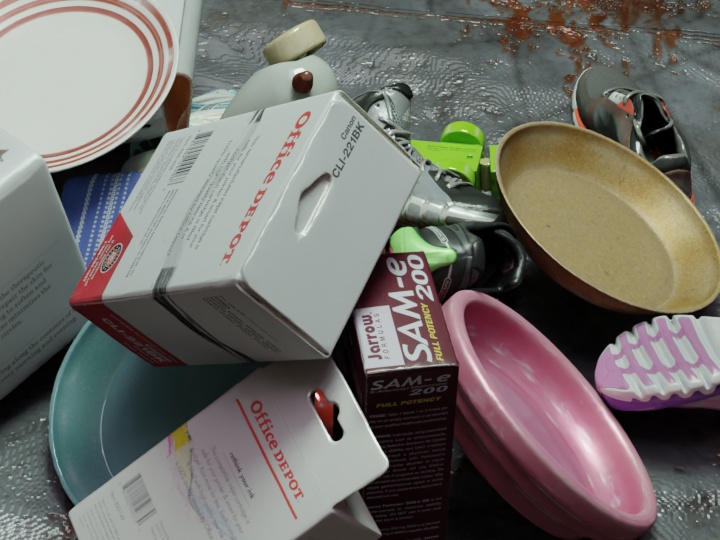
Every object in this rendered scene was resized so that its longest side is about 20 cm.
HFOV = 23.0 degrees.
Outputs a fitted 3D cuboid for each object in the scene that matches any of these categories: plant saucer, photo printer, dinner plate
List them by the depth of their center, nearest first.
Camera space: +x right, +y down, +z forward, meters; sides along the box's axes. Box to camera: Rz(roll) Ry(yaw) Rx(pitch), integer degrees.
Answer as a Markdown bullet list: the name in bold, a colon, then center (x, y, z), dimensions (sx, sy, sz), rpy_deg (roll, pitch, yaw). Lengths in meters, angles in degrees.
- **plant saucer**: center (0.114, 0.103, 1.174), dimensions (0.051, 0.201, 0.201), rpy_deg (-41, 41, 17)
- **plant saucer**: center (-0.116, 0.092, 1.199), dimensions (0.200, 0.036, 0.200), rpy_deg (-9, 65, 20)
- **plant saucer**: center (0.182, -0.032, 1.339), dimensions (0.200, 0.035, 0.200), rpy_deg (20, 38, -17)
- **dinner plate**: center (-0.234, -0.147, 1.353), dimensions (0.200, 0.024, 0.200), rpy_deg (-6, 54, 8)
- **photo printer**: center (-0.215, -0.186, 1.441), dimensions (0.166, 0.069, 0.200), rpy_deg (-1, 54, 3)

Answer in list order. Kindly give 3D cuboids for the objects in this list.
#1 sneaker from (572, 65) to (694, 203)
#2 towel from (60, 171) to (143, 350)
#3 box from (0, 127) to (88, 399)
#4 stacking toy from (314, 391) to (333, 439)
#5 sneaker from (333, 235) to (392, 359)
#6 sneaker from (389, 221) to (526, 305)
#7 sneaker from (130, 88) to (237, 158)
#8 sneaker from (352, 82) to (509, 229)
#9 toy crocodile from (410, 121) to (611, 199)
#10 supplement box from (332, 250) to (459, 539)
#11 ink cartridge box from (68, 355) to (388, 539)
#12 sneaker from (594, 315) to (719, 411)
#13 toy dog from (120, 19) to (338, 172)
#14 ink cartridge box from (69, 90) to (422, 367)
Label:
- **sneaker**: center (0.238, -0.126, 1.488), dimensions (0.077, 0.082, 0.200), rpy_deg (-9, 42, -13)
- **towel**: center (-0.144, -0.007, 1.292), dimensions (0.200, 0.024, 0.145), rpy_deg (0, 66, 23)
- **box**: center (-0.328, -0.007, 1.224), dimensions (0.200, 0.171, 0.199), rpy_deg (34, 63, 31)
- **stacking toy**: center (-0.064, 0.050, 1.276), dimensions (0.085, 0.085, 0.200), rpy_deg (-15, 48, -20)
- **sneaker**: center (0.000, 0.000, 1.304), dimensions (0.078, 0.112, 0.200), rpy_deg (-10, 41, -9)
- **sneaker**: center (0.084, 0.004, 1.281), dimensions (0.084, 0.077, 0.200), rpy_deg (-5, -2, 18)
- **sneaker**: center (-0.095, -0.125, 1.475), dimensions (0.200, 0.078, 0.086), rpy_deg (-5, 38, -10)
- **sneaker**: center (0.042, -0.090, 1.389), dimensions (0.200, 0.075, 0.116), rpy_deg (11, 82, 23)
- **toy crocodile**: center (0.116, -0.079, 1.452), dimensions (0.200, 0.062, 0.068), rpy_deg (3, 41, 7)
- **supplement box**: center (0.019, 0.098, 1.128), dimensions (0.061, 0.200, 0.109), rpy_deg (-6, 42, -8)
- **ink cartridge box**: center (-0.069, 0.144, 1.084), dimensions (0.200, 0.067, 0.116), rpy_deg (-37, 55, 11)
- **sneaker**: center (0.269, 0.076, 1.261), dimensions (0.200, 0.088, 0.081), rpy_deg (-12, 39, 3)
- **toy dog**: center (-0.090, -0.109, 1.350), dimensions (0.132, 0.096, 0.200), rpy_deg (40, 92, 4)
- **ink cartridge box**: center (-0.074, -0.021, 1.112), dimensions (0.200, 0.084, 0.144), rpy_deg (-7, 50, 53)
